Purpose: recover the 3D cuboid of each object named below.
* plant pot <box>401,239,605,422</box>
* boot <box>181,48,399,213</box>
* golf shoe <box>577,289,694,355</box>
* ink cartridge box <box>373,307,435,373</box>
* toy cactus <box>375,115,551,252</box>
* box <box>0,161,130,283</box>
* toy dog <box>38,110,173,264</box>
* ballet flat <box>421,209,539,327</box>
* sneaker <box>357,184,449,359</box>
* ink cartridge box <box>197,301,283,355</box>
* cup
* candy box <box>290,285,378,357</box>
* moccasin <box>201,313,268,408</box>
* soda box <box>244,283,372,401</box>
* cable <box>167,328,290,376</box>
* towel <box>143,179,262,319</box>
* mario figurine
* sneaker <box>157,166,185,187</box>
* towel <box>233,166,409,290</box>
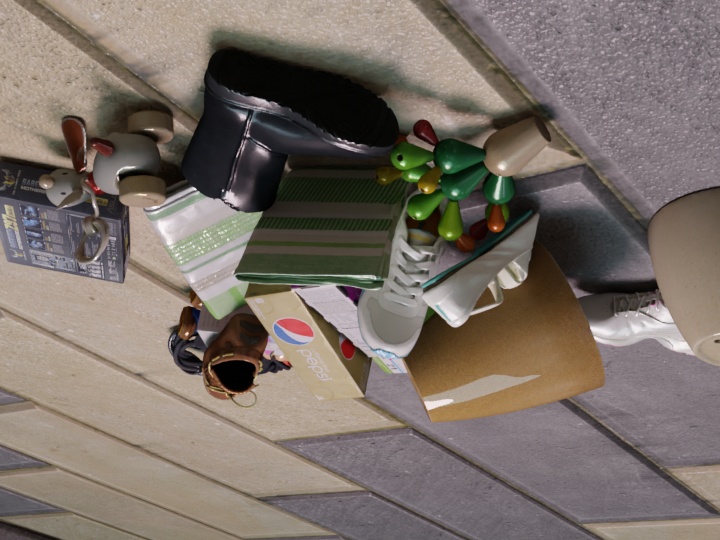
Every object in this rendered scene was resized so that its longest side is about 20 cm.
[{"bbox_3d":[0.151,0.091,1.317,0.198,0.188,0.187,-25,151,-1],"label":"plant pot"},{"bbox_3d":[-0.074,-0.121,1.131,0.198,0.077,0.169,18,143,-5],"label":"boot"},{"bbox_3d":[0.357,0.048,1.407,0.197,0.076,0.092,6,139,0],"label":"golf shoe"},{"bbox_3d":[0.103,0.073,1.507,0.198,0.077,0.148,-3,153,25],"label":"ink cartridge box"},{"bbox_3d":[0.116,-0.104,1.149,0.164,0.103,0.199,-31,135,26],"label":"toy cactus"},{"bbox_3d":[-0.366,-0.055,1.405,0.156,0.052,0.200,10,155,-6],"label":"box"},{"bbox_3d":[-0.284,-0.106,1.204,0.199,0.133,0.096,-34,147,30],"label":"toy dog"},{"bbox_3d":[0.140,0.002,1.226,0.069,0.199,0.070,23,129,32],"label":"ballet flat"},{"bbox_3d":[0.048,-0.002,1.226,0.076,0.202,0.081,17,153,-3],"label":"sneaker"},{"bbox_3d":[-0.098,0.044,1.458,0.197,0.118,0.068,3,154,8],"label":"ink cartridge box"},{"bbox_3d":[0.413,0.021,1.234,0.198,0.145,0.201,6,155,3],"label":"cup"},{"bbox_3d":[0.000,0.000,1.316,0.060,0.138,0.200,-5,153,26],"label":"candy box"},{"bbox_3d":[-0.156,0.124,1.411,0.073,0.079,0.201,17,152,-17],"label":"moccasin"},{"bbox_3d":[-0.057,0.069,1.332,0.067,0.064,0.201,-9,134,24],"label":"soda box"},{"bbox_3d":[-0.200,0.124,1.746,0.198,0.051,0.163,-13,153,31],"label":"cable"},{"bbox_3d":[-0.142,-0.040,1.288,0.148,0.031,0.201,-24,137,1],"label":"towel"},{"bbox_3d":[-0.147,0.088,1.580,0.198,0.107,0.123,18,151,-18],"label":"mario figurine"},{"bbox_3d":[-0.202,-0.050,1.348,0.199,0.072,0.112,32,148,-34],"label":"sneaker"},{"bbox_3d":[-0.031,-0.048,1.169,0.151,0.201,0.024,2,127,12],"label":"towel"}]
